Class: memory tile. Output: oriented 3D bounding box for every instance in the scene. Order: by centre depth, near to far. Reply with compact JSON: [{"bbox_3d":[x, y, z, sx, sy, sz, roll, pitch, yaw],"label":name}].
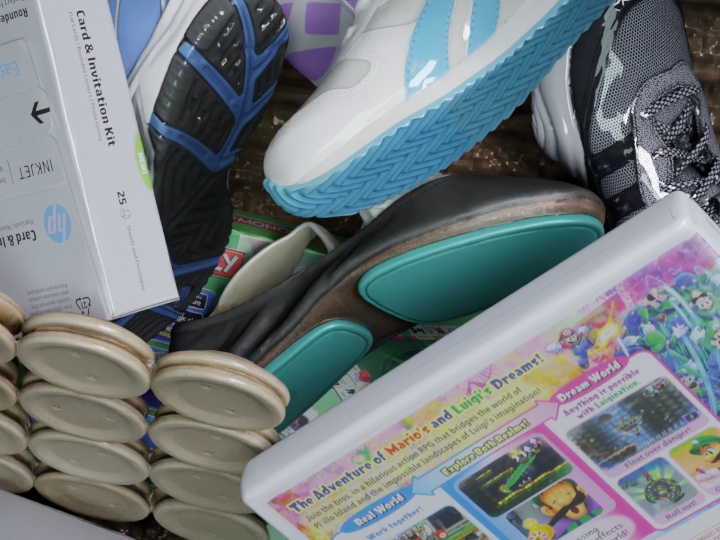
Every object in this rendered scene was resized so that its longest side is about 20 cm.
[{"bbox_3d":[-0.105,0.058,0.916,0.153,0.200,0.017,13,66,1],"label":"memory tile"}]

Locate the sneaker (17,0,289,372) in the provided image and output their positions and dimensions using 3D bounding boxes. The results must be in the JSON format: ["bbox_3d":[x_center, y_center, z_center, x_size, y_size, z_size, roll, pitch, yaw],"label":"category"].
[{"bbox_3d":[-0.093,-0.042,0.930,0.077,0.076,0.200,42,122,27],"label":"sneaker"}]

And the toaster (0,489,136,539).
[{"bbox_3d":[-0.186,0.188,0.988,0.200,0.119,0.181,20,127,-3],"label":"toaster"}]

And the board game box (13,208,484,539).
[{"bbox_3d":[-0.045,0.045,1.001,0.199,0.029,0.135,15,108,-1],"label":"board game box"}]

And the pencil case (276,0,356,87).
[{"bbox_3d":[-0.025,-0.132,0.908,0.200,0.086,0.084,44,104,-10],"label":"pencil case"}]

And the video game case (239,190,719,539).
[{"bbox_3d":[0.089,0.080,0.869,0.200,0.024,0.182,-33,122,23],"label":"video game case"}]

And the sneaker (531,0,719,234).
[{"bbox_3d":[0.131,-0.026,0.911,0.075,0.114,0.201,-23,120,-34],"label":"sneaker"}]

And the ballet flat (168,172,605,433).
[{"bbox_3d":[0.000,0.000,0.927,0.200,0.069,0.068,-30,149,20],"label":"ballet flat"}]

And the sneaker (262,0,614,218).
[{"bbox_3d":[0.033,-0.101,0.849,0.081,0.077,0.200,44,84,12],"label":"sneaker"}]

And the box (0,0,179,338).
[{"bbox_3d":[-0.155,-0.072,0.898,0.156,0.041,0.201,-11,93,42],"label":"box"}]
